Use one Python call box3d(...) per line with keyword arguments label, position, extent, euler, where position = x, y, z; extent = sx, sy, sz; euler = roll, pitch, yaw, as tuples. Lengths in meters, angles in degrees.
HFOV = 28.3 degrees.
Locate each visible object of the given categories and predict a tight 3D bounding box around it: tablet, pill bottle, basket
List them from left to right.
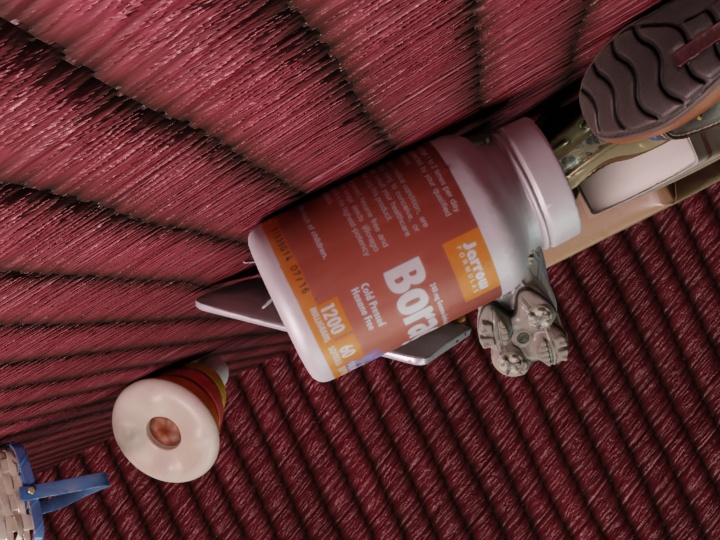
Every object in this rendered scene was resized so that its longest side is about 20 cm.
box3d(label="basket", position=(-0.416, 0.277, 1.682), extent=(0.199, 0.140, 0.176), euler=(-10, 166, -38))
box3d(label="tablet", position=(-0.020, 0.037, 1.156), extent=(0.199, 0.014, 0.130), euler=(14, -167, 19))
box3d(label="pill bottle", position=(0.036, -0.018, 0.925), extent=(0.199, 0.113, 0.112), euler=(-26, 176, -1))

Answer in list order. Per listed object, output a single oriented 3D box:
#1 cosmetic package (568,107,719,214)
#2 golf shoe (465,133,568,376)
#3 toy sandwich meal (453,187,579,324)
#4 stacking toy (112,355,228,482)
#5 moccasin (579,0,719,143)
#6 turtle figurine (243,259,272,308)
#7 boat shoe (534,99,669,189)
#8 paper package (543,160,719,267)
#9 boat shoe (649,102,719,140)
box3d(label="cosmetic package", position=(0.245, -0.115, 1.185), extent=(0.103, 0.088, 0.200), euler=(-27, 176, 29))
box3d(label="golf shoe", position=(0.100, -0.021, 1.060), extent=(0.078, 0.201, 0.097), euler=(-11, -149, 8))
box3d(label="toy sandwich meal", position=(0.107, -0.025, 1.222), extent=(0.204, 0.071, 0.205), euler=(-25, -160, 10))
box3d(label="stacking toy", position=(-0.218, 0.166, 1.849), extent=(0.146, 0.147, 0.200), euler=(-28, -167, 29))
box3d(label="moccasin", position=(0.212, -0.138, 0.839), extent=(0.077, 0.074, 0.201), euler=(-8, 154, -47))
box3d(label="turtle figurine", position=(0.000, 0.000, 1.078), extent=(0.199, 0.101, 0.149), euler=(-35, -170, -24))
box3d(label="boat shoe", position=(0.159, -0.106, 1.042), extent=(0.199, 0.063, 0.073), euler=(-26, -157, 44))
box3d(label="paper package", position=(0.252, -0.093, 1.421), extent=(0.200, 0.104, 0.190), euler=(-30, 176, 42))
box3d(label="boat shoe", position=(0.268, -0.145, 0.926), extent=(0.199, 0.072, 0.072), euler=(-35, -148, -5))
